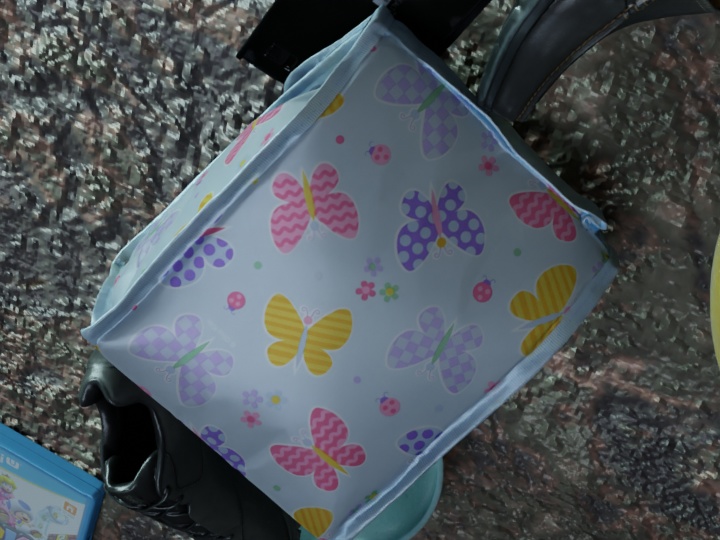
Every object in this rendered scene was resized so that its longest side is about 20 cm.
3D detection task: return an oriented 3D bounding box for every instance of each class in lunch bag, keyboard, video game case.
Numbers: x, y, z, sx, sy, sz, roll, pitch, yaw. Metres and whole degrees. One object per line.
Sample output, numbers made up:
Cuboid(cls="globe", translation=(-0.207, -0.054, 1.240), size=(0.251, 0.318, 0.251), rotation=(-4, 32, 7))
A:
Cuboid(cls="lunch bag", translation=(0.000, 0.000, 0.769), size=(0.170, 0.127, 0.200), rotation=(41, 109, -13))
Cuboid(cls="keyboard", translation=(0.010, -0.147, 0.728), size=(0.104, 0.040, 0.200), rotation=(32, 141, -12))
Cuboid(cls="video game case", translation=(-0.257, 0.177, 1.135), size=(0.143, 0.018, 0.200), rotation=(29, 133, 7))

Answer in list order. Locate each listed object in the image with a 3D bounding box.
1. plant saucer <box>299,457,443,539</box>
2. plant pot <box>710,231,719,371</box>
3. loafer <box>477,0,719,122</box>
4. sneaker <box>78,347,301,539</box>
Cuboid(cls="plant saucer", translation=(-0.040, 0.077, 0.924), size=(0.200, 0.036, 0.200), rotation=(15, 129, 19))
Cuboid(cls="plant pot", translation=(0.247, 0.011, 0.620), size=(0.189, 0.201, 0.201), rotation=(-3, 124, 50))
Cuboid(cls="loafer", translation=(0.116, -0.124, 0.659), size=(0.072, 0.073, 0.200), rotation=(33, 135, -4))
Cuboid(cls="sneaker", translation=(-0.100, 0.111, 0.898), size=(0.076, 0.091, 0.200), rotation=(-9, 121, 32))
